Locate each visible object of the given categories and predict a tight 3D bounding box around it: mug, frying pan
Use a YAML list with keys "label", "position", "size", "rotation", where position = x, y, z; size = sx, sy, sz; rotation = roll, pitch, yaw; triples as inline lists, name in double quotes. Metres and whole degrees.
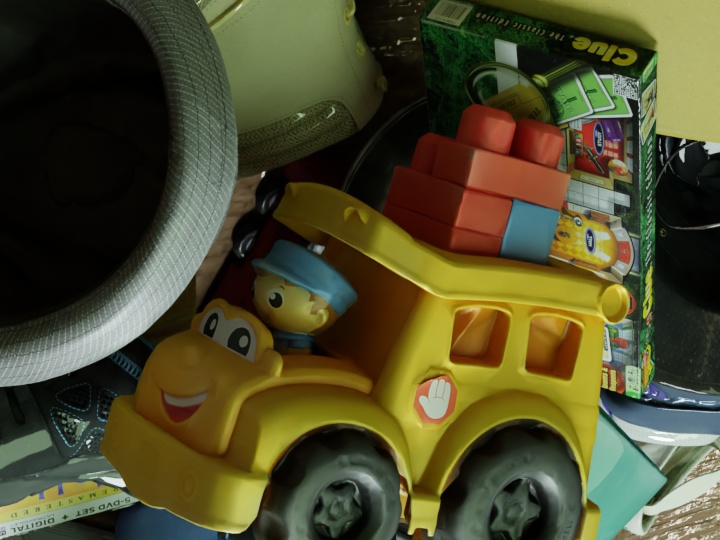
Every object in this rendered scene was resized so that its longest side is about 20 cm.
- label: "mug"
  position: [0.067, 0.091, 1.030]
  size: [0.114, 0.152, 0.185]
  rotation: [-45, 119, 4]
- label: "frying pan"
  position: [0.018, -0.002, 0.918]
  size: [0.114, 0.031, 0.191]
  rotation: [16, 108, -47]

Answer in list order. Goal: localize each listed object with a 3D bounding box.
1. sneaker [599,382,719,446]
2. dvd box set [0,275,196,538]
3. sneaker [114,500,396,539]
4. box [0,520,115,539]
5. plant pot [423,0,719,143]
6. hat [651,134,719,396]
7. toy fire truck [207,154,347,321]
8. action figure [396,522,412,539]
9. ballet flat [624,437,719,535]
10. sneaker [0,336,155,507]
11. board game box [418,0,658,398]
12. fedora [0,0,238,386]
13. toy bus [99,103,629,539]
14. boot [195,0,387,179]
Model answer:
- label: "sneaker"
  position: [0.149, 0.043, 1.093]
  size: [0.198, 0.081, 0.147]
  rotation: [18, 131, -18]
- label: "dvd box set"
  position: [-0.146, 0.038, 0.858]
  size: [0.145, 0.029, 0.201]
  rotation: [-13, 133, -19]
- label: "sneaker"
  position: [-0.055, 0.130, 1.006]
  size: [0.070, 0.079, 0.199]
  rotation: [-22, 154, 34]
- label: "box"
  position: [-0.095, 0.213, 0.940]
  size: [0.041, 0.200, 0.155]
  rotation: [-47, 142, 13]
- label: "plant pot"
  position: [0.150, -0.169, 0.787]
  size: [0.200, 0.176, 0.201]
  rotation: [-49, 155, -21]
- label: "hat"
  position: [0.190, -0.039, 0.974]
  size: [0.202, 0.199, 0.081]
  rotation: [-63, 180, 21]
- label: "toy fire truck"
  position: [0.000, 0.000, 0.962]
  size: [0.140, 0.049, 0.201]
  rotation: [12, 115, -47]
- label: "action figure"
  position: [0.054, 0.191, 1.167]
  size: [0.199, 0.069, 0.131]
  rotation: [-26, 143, -19]
- label: "ballet flat"
  position: [0.236, 0.103, 1.257]
  size: [0.200, 0.069, 0.070]
  rotation: [-41, 142, -6]
- label: "sneaker"
  position: [-0.134, 0.055, 0.820]
  size: [0.198, 0.073, 0.083]
  rotation: [4, 107, -36]
- label: "board game box"
  position: [0.082, -0.028, 0.847]
  size: [0.024, 0.104, 0.201]
  rotation: [-51, 148, -34]
- label: "fedora"
  position: [-0.127, -0.044, 0.721]
  size: [0.090, 0.198, 0.179]
  rotation: [12, 74, -69]
- label: "toy bus"
  position: [0.012, 0.022, 0.779]
  size: [0.198, 0.135, 0.194]
  rotation: [7, 100, -34]
- label: "boot"
  position: [-0.016, -0.139, 0.805]
  size: [0.200, 0.073, 0.156]
  rotation: [-41, 141, -3]
